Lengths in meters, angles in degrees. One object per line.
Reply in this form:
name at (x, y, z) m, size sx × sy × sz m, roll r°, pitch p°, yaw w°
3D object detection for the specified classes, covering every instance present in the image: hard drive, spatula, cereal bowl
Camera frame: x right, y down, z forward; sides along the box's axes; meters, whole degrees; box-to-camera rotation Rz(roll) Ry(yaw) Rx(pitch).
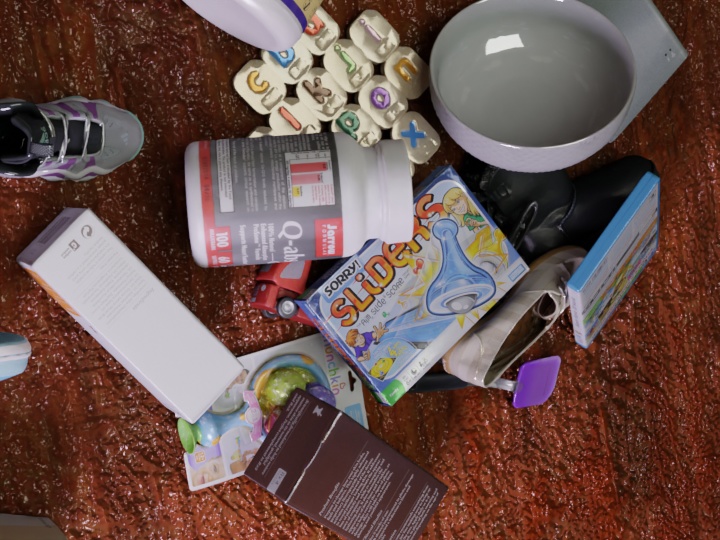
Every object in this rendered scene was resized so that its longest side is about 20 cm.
hard drive at (0.246, -0.256, 1.471) m, size 0.140 × 0.033 × 0.200 m, roll -48°, pitch 114°, yaw -13°
spatula at (0.128, 0.119, 1.470) m, size 0.199 × 0.021 × 0.057 m, roll 1°, pitch 110°, yaw -25°
cereal bowl at (0.166, -0.174, 1.364) m, size 0.200 × 0.200 × 0.083 m, roll -34°, pitch 153°, yaw -18°

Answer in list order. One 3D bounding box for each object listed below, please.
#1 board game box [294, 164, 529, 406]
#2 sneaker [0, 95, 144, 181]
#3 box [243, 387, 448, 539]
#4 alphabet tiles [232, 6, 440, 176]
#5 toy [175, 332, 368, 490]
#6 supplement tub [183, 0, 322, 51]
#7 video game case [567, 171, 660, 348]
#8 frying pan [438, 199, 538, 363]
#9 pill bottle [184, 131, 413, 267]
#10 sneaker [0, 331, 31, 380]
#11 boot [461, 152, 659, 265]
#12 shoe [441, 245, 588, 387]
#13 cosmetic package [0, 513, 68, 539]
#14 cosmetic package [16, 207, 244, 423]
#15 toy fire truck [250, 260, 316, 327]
board game box at (0.052, 0.013, 1.342) m, size 0.200 × 0.034 × 0.135 m, roll -44°, pitch 105°, yaw -16°
sneaker at (-0.265, -0.108, 1.173) m, size 0.199 × 0.140 × 0.078 m, roll -6°, pitch 100°, yaw -25°
box at (-0.010, 0.205, 1.355) m, size 0.100 × 0.075 × 0.200 m, roll -58°, pitch 136°, yaw -8°
alphabet tiles at (-0.022, -0.152, 1.349) m, size 0.196 × 0.015 × 0.200 m, roll 45°, pitch 77°, yaw -15°
toy at (-0.079, 0.136, 1.354) m, size 0.199 × 0.047 × 0.116 m, roll -15°, pitch 104°, yaw -24°
supplement tub at (-0.073, -0.314, 1.239) m, size 0.145 × 0.145 × 0.200 m, roll 34°, pitch 82°, yaw -26°
video game case at (0.265, -0.006, 1.448) m, size 0.143 × 0.018 × 0.200 m, roll -54°, pitch 160°, yaw -9°
frying pan at (0.142, 0.028, 1.429) m, size 0.190 × 0.031 × 0.115 m, roll -41°, pitch 126°, yaw 7°
pill bottle at (-0.056, -0.066, 1.266) m, size 0.199 × 0.116 × 0.116 m, roll -5°, pitch 100°, yaw -4°
sneaker at (-0.373, 0.129, 1.190) m, size 0.199 × 0.080 × 0.131 m, roll -12°, pitch 101°, yaw -15°
boot at (0.206, -0.098, 1.451) m, size 0.198 × 0.073 × 0.163 m, roll -42°, pitch 116°, yaw -9°
shoe at (0.170, 0.048, 1.403) m, size 0.200 × 0.053 × 0.070 m, roll -39°, pitch 129°, yaw -20°
cosmetic package at (-0.359, 0.250, 1.199) m, size 0.199 × 0.105 × 0.071 m, roll 11°, pitch 92°, yaw -29°
cosmetic package at (-0.205, 0.038, 1.237) m, size 0.071 × 0.101 × 0.200 m, roll -47°, pitch 107°, yaw -13°
toy fire truck at (0.000, 0.000, 1.369) m, size 0.199 × 0.049 × 0.142 m, roll 19°, pitch 80°, yaw -22°
